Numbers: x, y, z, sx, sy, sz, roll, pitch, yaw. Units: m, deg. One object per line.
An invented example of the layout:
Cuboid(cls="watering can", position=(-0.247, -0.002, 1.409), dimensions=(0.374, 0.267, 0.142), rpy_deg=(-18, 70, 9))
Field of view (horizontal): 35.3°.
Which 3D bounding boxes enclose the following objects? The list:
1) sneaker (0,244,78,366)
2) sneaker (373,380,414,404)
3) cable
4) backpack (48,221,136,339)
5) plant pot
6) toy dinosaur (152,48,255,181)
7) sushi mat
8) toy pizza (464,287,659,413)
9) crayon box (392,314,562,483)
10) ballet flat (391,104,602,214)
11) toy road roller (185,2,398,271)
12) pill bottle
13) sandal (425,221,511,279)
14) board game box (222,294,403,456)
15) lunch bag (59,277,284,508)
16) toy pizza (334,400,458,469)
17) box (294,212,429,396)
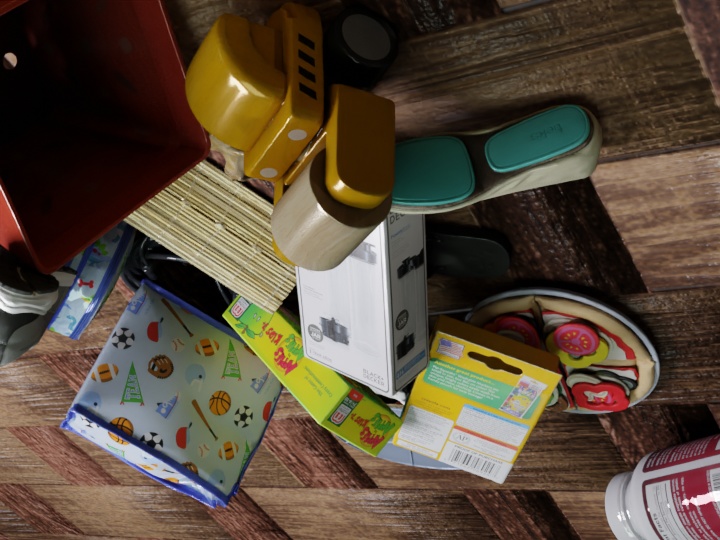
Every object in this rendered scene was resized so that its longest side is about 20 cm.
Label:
Cuboid(cls="sneaker", position=(-0.286, 0.025, 0.936), dimensions=(0.073, 0.080, 0.200), rpy_deg=(21, -174, -10))
Cuboid(cls="sneaker", position=(0.005, 0.075, 1.193), dimensions=(0.080, 0.075, 0.201), rpy_deg=(6, 142, 36))
Cuboid(cls="cable", position=(-0.187, 0.014, 1.239), dimensions=(0.162, 0.051, 0.201), rpy_deg=(6, 146, 29))
Cuboid(cls="backpack", position=(-0.314, -0.014, 1.130), dimensions=(0.146, 0.201, 0.183), rpy_deg=(31, 143, -12))
Cuboid(cls="plant pot", position=(-0.275, -0.147, 0.934), dimensions=(0.175, 0.200, 0.201), rpy_deg=(15, 134, 37))
Cuboid(cls="toy dinosaur", position=(-0.129, -0.138, 0.994), dimensions=(0.100, 0.059, 0.201), rpy_deg=(-3, 137, 33))
Cuboid(cls="sushi mat", position=(-0.141, -0.046, 1.110), dimensions=(0.199, 0.096, 0.012), rpy_deg=(34, -172, -15))
Cuboid(cls="toy pizza", position=(0.196, 0.090, 1.127), dimensions=(0.198, 0.032, 0.201), rpy_deg=(15, 144, 11))
Cuboid(cls="crayon box", position=(0.115, 0.121, 1.115), dimensions=(0.125, 0.052, 0.201), rpy_deg=(20, 139, 3))
Cuboid(cls="ballet flat", position=(0.098, -0.081, 0.914), dimensions=(0.198, 0.070, 0.070), rpy_deg=(-11, 136, 12))
Cuboid(cls="toy road roller", position=(-0.059, -0.112, 0.872), dimensions=(0.145, 0.202, 0.123), rpy_deg=(11, 151, -24))
Cuboid(cls="pill bottle", position=(0.355, 0.232, 1.167), dimensions=(0.113, 0.114, 0.199), rpy_deg=(37, 143, -20))
Cuboid(cls="sandal", position=(0.042, -0.015, 1.071), dimensions=(0.198, 0.045, 0.075), rpy_deg=(6, 142, 22))
Cuboid(cls="board game box", position=(-0.051, 0.099, 1.155), dimensions=(0.101, 0.048, 0.200), rpy_deg=(38, -178, -46))
Cuboid(cls="lunch bag", position=(-0.194, 0.138, 1.218), dimensions=(0.199, 0.171, 0.124), rpy_deg=(29, 156, -10))
Cuboid(cls="toy pizza", position=(0.059, 0.187, 1.320), dimensions=(0.198, 0.032, 0.201), rpy_deg=(11, 156, 5))
Cuboid(cls="box", position=(0.000, 0.000, 1.020), dimensions=(0.116, 0.060, 0.202), rpy_deg=(20, 128, 36))
